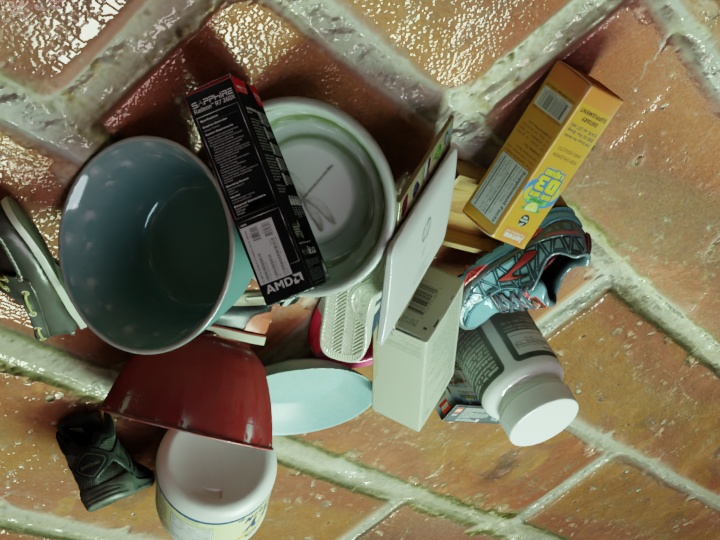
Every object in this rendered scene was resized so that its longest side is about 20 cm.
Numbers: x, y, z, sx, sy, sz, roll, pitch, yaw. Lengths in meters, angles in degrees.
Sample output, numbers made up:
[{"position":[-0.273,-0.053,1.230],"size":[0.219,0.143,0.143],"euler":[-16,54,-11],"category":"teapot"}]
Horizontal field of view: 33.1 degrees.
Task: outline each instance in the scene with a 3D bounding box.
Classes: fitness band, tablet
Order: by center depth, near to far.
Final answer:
[{"position":[0.061,-0.027,1.259],"size":[0.200,0.014,0.130],"euler":[-58,160,-48],"category":"tablet"},{"position":[0.014,0.052,1.492],"size":[0.143,0.037,0.200],"euler":[-4,139,-31],"category":"fitness band"}]

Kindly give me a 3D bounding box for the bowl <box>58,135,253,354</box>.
[{"position":[-0.178,-0.025,1.158],"size":[0.201,0.201,0.105],"euler":[-44,163,21],"category":"bowl"}]

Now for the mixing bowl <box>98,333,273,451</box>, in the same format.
[{"position":[-0.180,0.127,1.352],"size":[0.200,0.200,0.109],"euler":[23,78,-48],"category":"mixing bowl"}]

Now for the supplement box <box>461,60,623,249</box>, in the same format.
[{"position":[0.199,-0.125,1.335],"size":[0.066,0.069,0.200],"euler":[15,115,-42],"category":"supplement box"}]

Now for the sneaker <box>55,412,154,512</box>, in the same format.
[{"position":[-0.306,0.224,1.465],"size":[0.076,0.115,0.199],"euler":[-22,173,0],"category":"sneaker"}]

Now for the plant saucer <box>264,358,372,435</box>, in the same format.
[{"position":[-0.080,0.152,1.524],"size":[0.200,0.039,0.201],"euler":[-7,151,-4],"category":"plant saucer"}]

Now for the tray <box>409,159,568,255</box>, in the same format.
[{"position":[0.147,-0.069,1.431],"size":[0.200,0.037,0.099],"euler":[12,128,-42],"category":"tray"}]

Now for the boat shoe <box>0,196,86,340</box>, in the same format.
[{"position":[-0.321,0.006,1.174],"size":[0.060,0.072,0.201],"euler":[-26,146,-7],"category":"boat shoe"}]

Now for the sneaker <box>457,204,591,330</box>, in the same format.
[{"position":[0.190,0.013,1.450],"size":[0.200,0.096,0.079],"euler":[-44,142,21],"category":"sneaker"}]

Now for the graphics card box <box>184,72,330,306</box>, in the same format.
[{"position":[-0.090,-0.071,1.097],"size":[0.051,0.200,0.125],"euler":[-22,-179,6],"category":"graphics card box"}]

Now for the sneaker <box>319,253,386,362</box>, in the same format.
[{"position":[0.000,0.000,1.308],"size":[0.075,0.085,0.200],"euler":[19,125,1],"category":"sneaker"}]

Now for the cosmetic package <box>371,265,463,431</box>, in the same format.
[{"position":[0.067,0.092,1.453],"size":[0.104,0.073,0.200],"euler":[-55,161,-33],"category":"cosmetic package"}]

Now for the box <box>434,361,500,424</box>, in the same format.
[{"position":[0.167,0.157,1.664],"size":[0.200,0.110,0.035],"euler":[10,131,-41],"category":"box"}]

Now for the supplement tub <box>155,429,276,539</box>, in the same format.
[{"position":[-0.184,0.269,1.518],"size":[0.145,0.145,0.200],"euler":[-16,156,-17],"category":"supplement tub"}]

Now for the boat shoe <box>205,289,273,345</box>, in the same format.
[{"position":[-0.182,0.032,1.310],"size":[0.200,0.071,0.063],"euler":[16,88,-32],"category":"boat shoe"}]

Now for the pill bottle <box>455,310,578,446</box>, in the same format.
[{"position":[0.188,0.117,1.548],"size":[0.114,0.200,0.114],"euler":[-18,144,-14],"category":"pill bottle"}]

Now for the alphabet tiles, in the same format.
[{"position":[0.059,-0.040,1.279],"size":[0.167,0.008,0.200],"euler":[-58,161,-46],"category":"alphabet tiles"}]

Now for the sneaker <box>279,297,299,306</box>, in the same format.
[{"position":[-0.042,-0.041,1.301],"size":[0.086,0.080,0.200],"euler":[-5,140,-32],"category":"sneaker"}]

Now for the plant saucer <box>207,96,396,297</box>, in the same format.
[{"position":[-0.054,-0.075,1.195],"size":[0.200,0.200,0.050],"euler":[-49,178,26],"category":"plant saucer"}]
